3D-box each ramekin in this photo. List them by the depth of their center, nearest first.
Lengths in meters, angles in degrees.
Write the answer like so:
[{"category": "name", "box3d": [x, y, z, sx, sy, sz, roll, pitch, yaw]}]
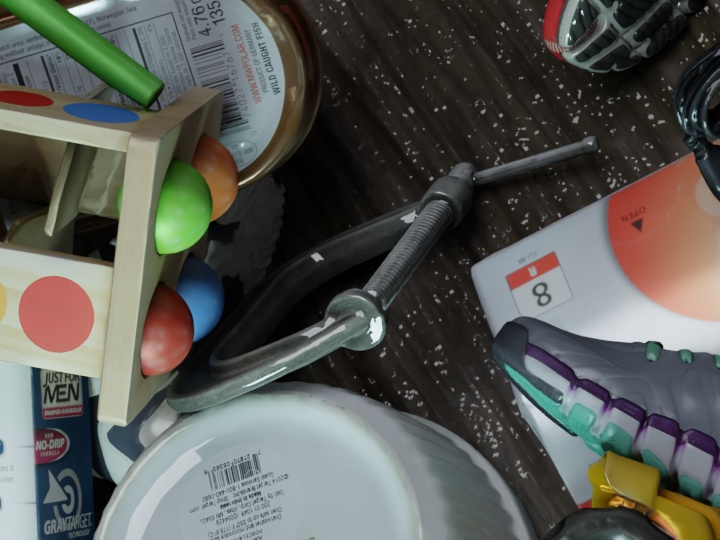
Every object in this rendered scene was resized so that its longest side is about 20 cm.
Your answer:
[{"category": "ramekin", "box3d": [-0.027, 0.144, 1.241, 0.200, 0.105, 0.200, -10, 65, 21]}]

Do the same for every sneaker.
[{"category": "sneaker", "box3d": [0.156, 0.058, 1.189, 0.200, 0.074, 0.088, 31, 82, 8]}, {"category": "sneaker", "box3d": [0.127, -0.180, 1.339, 0.085, 0.077, 0.200, 9, 65, 39]}, {"category": "sneaker", "box3d": [-0.118, 0.002, 1.357, 0.129, 0.079, 0.199, 10, 83, 19]}]

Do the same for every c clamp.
[{"category": "c clamp", "box3d": [0.000, 0.000, 1.273, 0.171, 0.027, 0.200, -18, 17, 33]}]

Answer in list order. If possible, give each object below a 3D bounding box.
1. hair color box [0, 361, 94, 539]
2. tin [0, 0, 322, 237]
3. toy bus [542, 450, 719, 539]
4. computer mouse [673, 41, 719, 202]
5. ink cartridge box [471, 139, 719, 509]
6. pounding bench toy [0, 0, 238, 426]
[{"category": "hair color box", "box3d": [-0.176, 0.138, 1.298, 0.100, 0.061, 0.200, -2, 90, 22]}, {"category": "tin", "box3d": [-0.117, -0.077, 1.289, 0.200, 0.042, 0.112, -15, 97, 14]}, {"category": "toy bus", "box3d": [0.146, 0.193, 1.132, 0.192, 0.136, 0.200, 13, 73, 7]}, {"category": "computer mouse", "box3d": [0.227, -0.043, 1.177, 0.140, 0.200, 0.046, -43, 16, 21]}, {"category": "ink cartridge box", "box3d": [0.153, 0.050, 1.233, 0.162, 0.050, 0.200, -27, 57, 12]}, {"category": "pounding bench toy", "box3d": [-0.132, -0.054, 1.213, 0.156, 0.124, 0.200, 10, 105, 8]}]
